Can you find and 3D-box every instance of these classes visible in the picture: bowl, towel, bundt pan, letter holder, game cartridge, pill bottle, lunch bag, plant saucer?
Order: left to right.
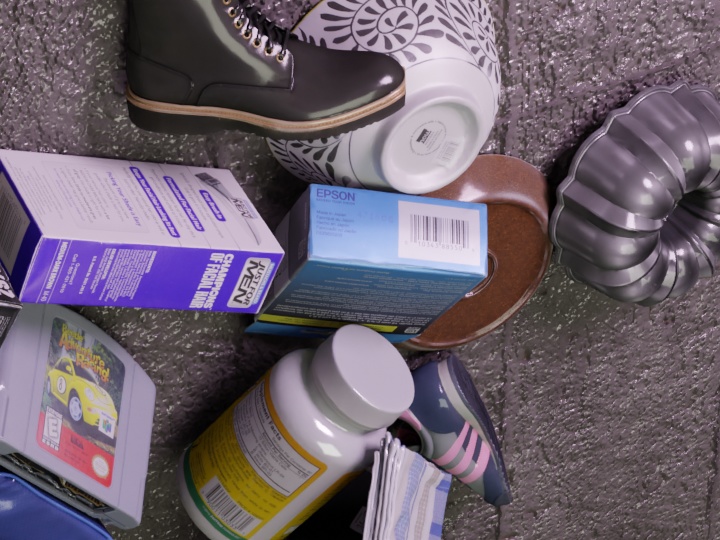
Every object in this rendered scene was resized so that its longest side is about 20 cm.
[{"bbox_3d":[-0.287,0.200,1.693,0.136,0.132,0.200,-43,137,7],"label":"lunch bag"},{"bbox_3d":[-0.223,0.100,1.652,0.041,0.134,0.200,-15,148,26],"label":"game cartridge"},{"bbox_3d":[-0.050,0.134,1.768,0.112,0.113,0.200,14,135,-40],"label":"pill bottle"},{"bbox_3d":[-0.029,0.281,1.875,0.142,0.100,0.200,-64,174,28],"label":"letter holder"},{"bbox_3d":[0.034,-0.119,1.648,0.200,0.094,0.201,-17,135,-18],"label":"bowl"},{"bbox_3d":[0.037,0.219,1.776,0.200,0.024,0.148,43,54,-70],"label":"towel"},{"bbox_3d":[0.085,-0.005,1.826,0.200,0.035,0.201,-19,135,-20],"label":"plant saucer"},{"bbox_3d":[0.259,-0.055,1.841,0.201,0.076,0.203,-24,134,-27],"label":"bundt pan"}]

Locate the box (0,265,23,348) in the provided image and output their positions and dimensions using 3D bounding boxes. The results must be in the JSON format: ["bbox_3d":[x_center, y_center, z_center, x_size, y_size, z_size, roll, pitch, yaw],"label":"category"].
[{"bbox_3d":[-0.319,0.050,1.520,0.049,0.160,0.200,12,121,-38],"label":"box"}]

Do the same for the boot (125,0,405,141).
[{"bbox_3d":[-0.069,-0.166,1.520,0.199,0.078,0.139,-4,128,-2],"label":"boot"}]

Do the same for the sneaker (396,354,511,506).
[{"bbox_3d":[0.077,0.150,1.945,0.082,0.070,0.200,-20,135,8],"label":"sneaker"}]

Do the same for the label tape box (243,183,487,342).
[{"bbox_3d":[0.000,0.000,1.711,0.143,0.066,0.200,5,162,-16],"label":"label tape box"}]

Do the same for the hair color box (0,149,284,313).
[{"bbox_3d":[-0.168,-0.027,1.587,0.199,0.109,0.065,2,126,-34],"label":"hair color box"}]
